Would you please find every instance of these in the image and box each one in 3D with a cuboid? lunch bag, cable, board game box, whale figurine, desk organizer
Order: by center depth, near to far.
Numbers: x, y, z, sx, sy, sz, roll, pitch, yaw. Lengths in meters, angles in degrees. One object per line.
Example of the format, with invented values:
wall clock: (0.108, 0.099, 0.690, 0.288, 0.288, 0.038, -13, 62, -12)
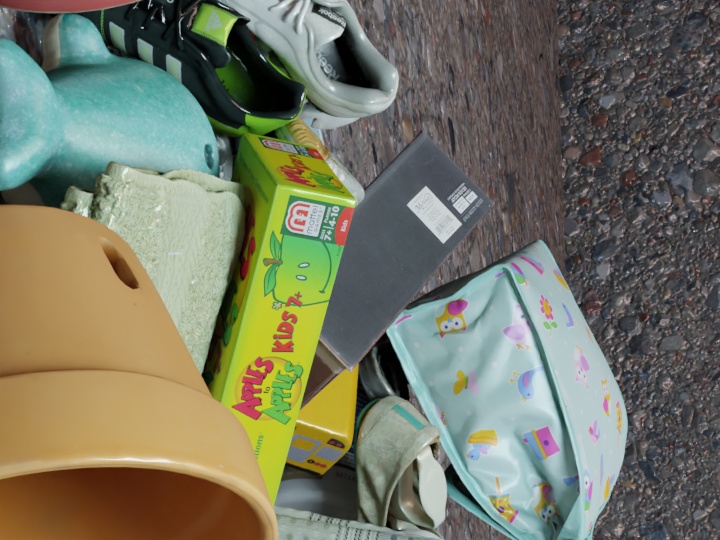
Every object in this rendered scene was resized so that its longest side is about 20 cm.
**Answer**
whale figurine: (-0.139, -0.064, 0.937, 0.200, 0.103, 0.161, 42, 44, -72)
board game box: (-0.060, 0.035, 0.989, 0.102, 0.047, 0.202, -125, -132, -66)
desk organizer: (0.000, 0.000, 1.151, 0.072, 0.077, 0.200, 44, 46, -2)
lunch bag: (0.115, 0.094, 1.236, 0.202, 0.121, 0.170, 65, 17, -1)
cable: (0.032, 0.056, 1.267, 0.200, 0.050, 0.098, 23, 45, -79)

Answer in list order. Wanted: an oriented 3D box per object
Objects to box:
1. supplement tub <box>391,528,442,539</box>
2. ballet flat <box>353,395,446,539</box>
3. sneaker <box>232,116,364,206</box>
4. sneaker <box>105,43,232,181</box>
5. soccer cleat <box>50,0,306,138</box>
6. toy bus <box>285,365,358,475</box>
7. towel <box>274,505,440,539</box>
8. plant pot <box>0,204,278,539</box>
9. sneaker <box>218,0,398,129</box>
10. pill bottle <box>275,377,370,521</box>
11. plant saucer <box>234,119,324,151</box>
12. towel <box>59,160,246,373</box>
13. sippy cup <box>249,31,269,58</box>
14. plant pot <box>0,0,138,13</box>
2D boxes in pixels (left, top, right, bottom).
supplement tub: (-0.010, 0.242, 1.135, 0.145, 0.198, 0.146, -5, 90, -75)
ballet flat: (0.028, 0.173, 1.193, 0.067, 0.062, 0.201, -40, 142, -34)
sneaker: (-0.058, -0.046, 1.118, 0.076, 0.088, 0.200, 50, -9, -7)
sneaker: (-0.141, -0.131, 1.089, 0.082, 0.076, 0.202, -172, -113, -71)
soccer cleat: (-0.112, -0.147, 0.999, 0.199, 0.081, 0.068, 37, 66, -29)
toy bus: (-0.040, 0.039, 1.206, 0.078, 0.065, 0.202, -48, -150, 48)
towel: (-0.024, 0.244, 1.043, 0.035, 0.198, 0.195, 63, 37, -76)
plant pot: (-0.145, 0.068, 0.717, 0.200, 0.198, 0.141, 61, 10, -59)
sneaker: (-0.051, -0.164, 1.041, 0.200, 0.075, 0.081, 42, -10, -24)
pill bottle: (-0.024, 0.123, 1.328, 0.112, 0.110, 0.201, 71, 19, -44)
plant saucer: (-0.066, -0.074, 1.398, 0.201, 0.038, 0.203, -6, 90, -76)
towel: (-0.123, 0.042, 0.904, 0.148, 0.036, 0.202, 1, 110, -63)
sippy cup: (-0.084, -0.167, 1.174, 0.177, 0.139, 0.132, 1, 90, -54)
plant pot: (-0.145, -0.236, 0.847, 0.201, 0.198, 0.179, -78, 167, -53)
